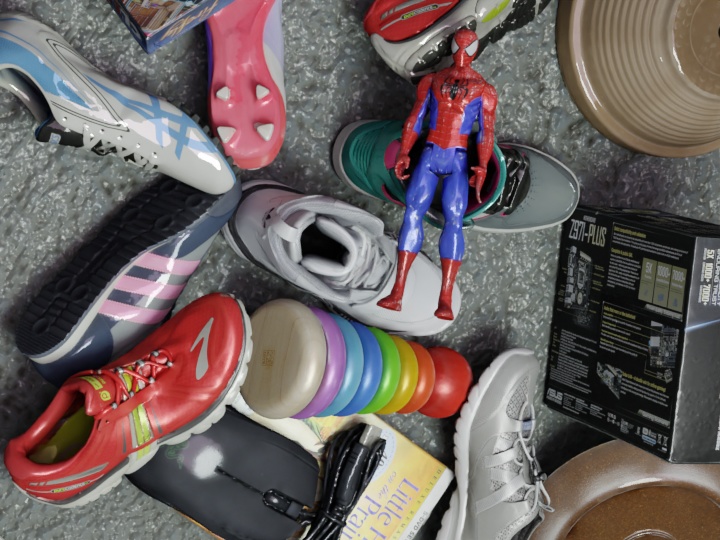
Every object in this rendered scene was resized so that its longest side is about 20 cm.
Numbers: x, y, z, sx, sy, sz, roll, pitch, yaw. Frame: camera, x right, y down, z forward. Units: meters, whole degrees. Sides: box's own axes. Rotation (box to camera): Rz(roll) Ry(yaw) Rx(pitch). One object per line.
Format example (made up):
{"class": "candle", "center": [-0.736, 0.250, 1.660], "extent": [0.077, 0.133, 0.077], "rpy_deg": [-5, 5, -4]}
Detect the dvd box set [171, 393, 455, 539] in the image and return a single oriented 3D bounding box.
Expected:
{"class": "dvd box set", "center": [-0.045, 0.156, 1.530], "extent": [0.200, 0.029, 0.146], "rpy_deg": [38, 84, -21]}

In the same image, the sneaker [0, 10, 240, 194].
{"class": "sneaker", "center": [-0.177, -0.102, 1.409], "extent": [0.200, 0.072, 0.073], "rpy_deg": [30, 74, -9]}

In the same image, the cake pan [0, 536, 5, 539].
{"class": "cake pan", "center": [-0.321, 0.260, 1.436], "extent": [0.200, 0.037, 0.201], "rpy_deg": [-3, 99, -21]}

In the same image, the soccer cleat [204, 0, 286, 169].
{"class": "soccer cleat", "center": [-0.080, -0.170, 1.457], "extent": [0.066, 0.076, 0.201], "rpy_deg": [-1, 81, 0]}

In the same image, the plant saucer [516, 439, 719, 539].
{"class": "plant saucer", "center": [0.219, 0.216, 1.594], "extent": [0.200, 0.032, 0.201], "rpy_deg": [-4, 121, -6]}

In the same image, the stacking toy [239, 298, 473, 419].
{"class": "stacking toy", "center": [0.006, 0.077, 1.494], "extent": [0.200, 0.085, 0.086], "rpy_deg": [13, 93, -43]}

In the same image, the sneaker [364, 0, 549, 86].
{"class": "sneaker", "center": [0.085, -0.217, 1.496], "extent": [0.200, 0.077, 0.085], "rpy_deg": [-37, 71, -25]}

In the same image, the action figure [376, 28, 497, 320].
{"class": "action figure", "center": [0.057, -0.069, 1.419], "extent": [0.065, 0.052, 0.201], "rpy_deg": [9, 85, 13]}

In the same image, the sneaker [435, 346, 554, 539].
{"class": "sneaker", "center": [0.116, 0.157, 1.551], "extent": [0.075, 0.082, 0.201], "rpy_deg": [-12, 114, -60]}

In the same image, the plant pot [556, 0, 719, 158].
{"class": "plant pot", "center": [0.258, -0.182, 1.563], "extent": [0.200, 0.093, 0.202], "rpy_deg": [-4, 100, -21]}

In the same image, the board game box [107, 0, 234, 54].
{"class": "board game box", "center": [-0.103, -0.257, 1.414], "extent": [0.200, 0.035, 0.136], "rpy_deg": [-34, 80, -13]}

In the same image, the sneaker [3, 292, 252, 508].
{"class": "sneaker", "center": [-0.158, 0.087, 1.395], "extent": [0.200, 0.077, 0.085], "rpy_deg": [-42, 149, 3]}

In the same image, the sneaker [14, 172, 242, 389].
{"class": "sneaker", "center": [-0.153, 0.008, 1.458], "extent": [0.200, 0.070, 0.082], "rpy_deg": [-43, 132, -11]}

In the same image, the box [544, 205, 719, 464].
{"class": "box", "center": [0.225, 0.044, 1.525], "extent": [0.086, 0.200, 0.164], "rpy_deg": [3, 96, -22]}

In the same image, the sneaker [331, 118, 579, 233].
{"class": "sneaker", "center": [0.091, -0.068, 1.500], "extent": [0.199, 0.121, 0.084], "rpy_deg": [9, 94, -22]}

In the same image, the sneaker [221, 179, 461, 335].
{"class": "sneaker", "center": [0.000, 0.000, 1.478], "extent": [0.200, 0.115, 0.075], "rpy_deg": [27, 88, -22]}

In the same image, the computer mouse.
{"class": "computer mouse", "center": [-0.082, 0.145, 1.470], "extent": [0.200, 0.053, 0.139], "rpy_deg": [27, 89, -21]}
